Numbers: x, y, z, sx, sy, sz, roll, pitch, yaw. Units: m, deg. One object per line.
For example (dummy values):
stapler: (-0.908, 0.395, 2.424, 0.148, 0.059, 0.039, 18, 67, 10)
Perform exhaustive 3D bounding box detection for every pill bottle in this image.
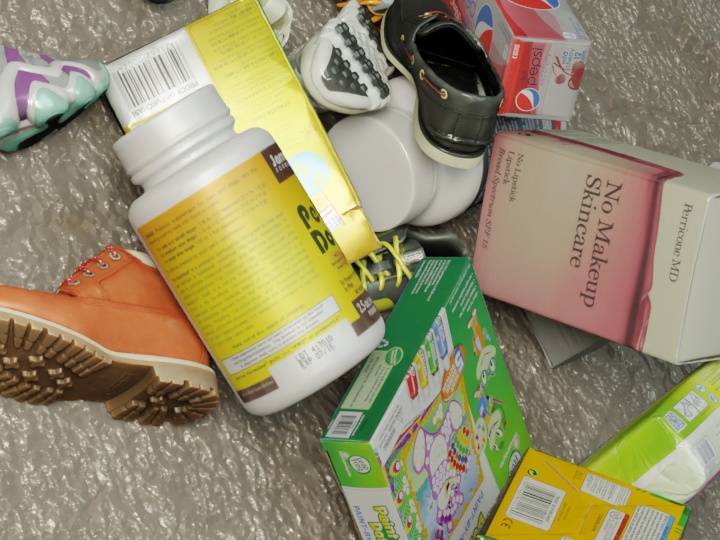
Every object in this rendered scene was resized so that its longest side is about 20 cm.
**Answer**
pill bottle: (-0.076, -0.015, 1.163, 0.109, 0.109, 0.201, -37, 97, -48)
pill bottle: (0.063, -0.101, 1.409, 0.200, 0.119, 0.120, -27, 87, -49)

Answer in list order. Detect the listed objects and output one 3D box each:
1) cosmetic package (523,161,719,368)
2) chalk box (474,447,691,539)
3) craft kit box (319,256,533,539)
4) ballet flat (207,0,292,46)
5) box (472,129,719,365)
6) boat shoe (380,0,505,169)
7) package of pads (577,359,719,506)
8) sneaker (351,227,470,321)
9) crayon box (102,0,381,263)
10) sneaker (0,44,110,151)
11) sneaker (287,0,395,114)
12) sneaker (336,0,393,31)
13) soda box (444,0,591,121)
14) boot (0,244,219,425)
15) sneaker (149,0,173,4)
cosmetic package: (0.233, -0.007, 1.460, 0.106, 0.200, 0.091, -18, 81, -47)
chalk box: (0.134, 0.250, 1.237, 0.123, 0.201, 0.124, 18, 30, 14)
craft kit box: (0.054, 0.128, 1.268, 0.200, 0.048, 0.198, -59, 141, -44)
ballet flat: (-0.080, -0.170, 1.351, 0.069, 0.069, 0.201, 28, 50, -30)
box: (0.195, -0.022, 1.340, 0.109, 0.199, 0.129, -5, 109, -46)
boat shoe: (0.063, -0.158, 1.328, 0.073, 0.063, 0.202, 8, 36, -17)
package of pads: (0.203, 0.155, 1.333, 0.068, 0.200, 0.154, 50, 36, 7)
sneaker: (0.000, 0.000, 1.317, 0.199, 0.084, 0.075, -12, 75, -47)
crayon box: (-0.085, -0.074, 1.252, 0.126, 0.051, 0.201, -26, 86, -6)
sneaker: (-0.258, -0.141, 1.152, 0.200, 0.078, 0.141, -29, 90, -49)
sneaker: (-0.023, -0.144, 1.333, 0.075, 0.081, 0.200, 58, 12, -9)
sneaker: (0.002, -0.240, 1.464, 0.200, 0.078, 0.078, 37, 51, -25)
soda box: (0.117, -0.193, 1.395, 0.063, 0.070, 0.200, 3, 32, -14)
boot: (-0.180, 0.028, 1.143, 0.199, 0.075, 0.108, 19, 52, -46)
sneaker: (-0.114, -0.269, 1.371, 0.087, 0.074, 0.201, 35, 47, -33)
